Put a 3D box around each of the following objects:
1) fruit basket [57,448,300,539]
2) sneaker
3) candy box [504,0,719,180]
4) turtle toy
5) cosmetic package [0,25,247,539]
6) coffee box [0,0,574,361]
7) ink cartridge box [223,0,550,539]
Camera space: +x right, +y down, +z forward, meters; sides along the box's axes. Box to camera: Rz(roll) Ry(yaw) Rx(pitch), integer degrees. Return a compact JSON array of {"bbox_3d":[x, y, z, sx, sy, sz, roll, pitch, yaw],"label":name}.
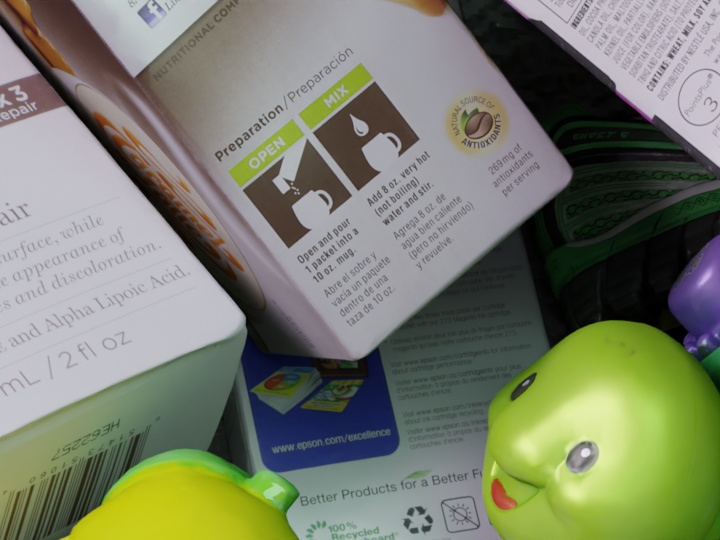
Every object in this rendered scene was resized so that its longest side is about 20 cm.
[{"bbox_3d":[-0.088,0.139,0.666,0.155,0.216,0.216,3,66,-9],"label":"fruit basket"},{"bbox_3d":[0.141,-0.044,0.858,0.200,0.078,0.085,-18,68,-18],"label":"sneaker"},{"bbox_3d":[0.083,-0.080,0.720,0.200,0.136,0.061,45,108,38],"label":"candy box"},{"bbox_3d":[0.126,0.039,0.764,0.200,0.101,0.146,-20,37,-16],"label":"turtle toy"},{"bbox_3d":[-0.130,-0.017,0.744,0.102,0.074,0.200,-25,63,-35],"label":"cosmetic package"},{"bbox_3d":[-0.047,-0.077,0.744,0.080,0.114,0.200,-40,100,-12],"label":"coffee box"},{"bbox_3d":[0.000,0.000,0.836,0.095,0.037,0.200,-8,71,-13],"label":"ink cartridge box"}]
